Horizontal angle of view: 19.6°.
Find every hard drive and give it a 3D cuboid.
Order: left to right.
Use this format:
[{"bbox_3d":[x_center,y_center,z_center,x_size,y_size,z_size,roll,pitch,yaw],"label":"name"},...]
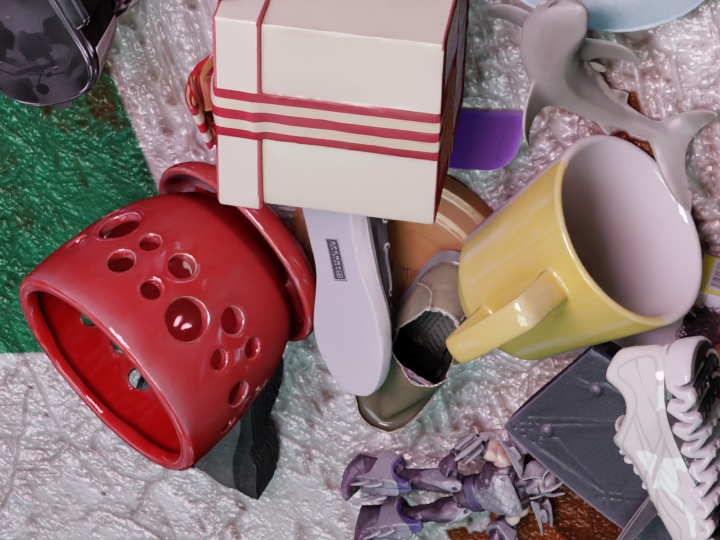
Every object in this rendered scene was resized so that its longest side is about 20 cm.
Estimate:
[{"bbox_3d":[0.226,0.143,1.636,0.200,0.042,0.135,38,132,-8],"label":"hard drive"}]

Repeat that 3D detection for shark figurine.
[{"bbox_3d":[0.154,-0.119,1.497,0.128,0.090,0.214,12,161,44],"label":"shark figurine"}]

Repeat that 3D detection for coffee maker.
[{"bbox_3d":[-0.226,-0.245,1.497,0.192,0.201,0.134,44,130,-14],"label":"coffee maker"}]

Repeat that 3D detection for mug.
[{"bbox_3d":[0.139,-0.006,1.561,0.185,0.151,0.153,5,156,-40],"label":"mug"}]

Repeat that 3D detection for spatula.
[{"bbox_3d":[0.036,-0.092,1.616,0.199,0.057,0.021,-7,143,35],"label":"spatula"}]

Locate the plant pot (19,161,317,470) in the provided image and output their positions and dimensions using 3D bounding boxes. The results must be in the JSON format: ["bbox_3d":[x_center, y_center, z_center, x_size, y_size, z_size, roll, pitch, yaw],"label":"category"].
[{"bbox_3d":[-0.142,0.031,1.666,0.200,0.182,0.201,39,155,23],"label":"plant pot"}]

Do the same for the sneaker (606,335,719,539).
[{"bbox_3d":[0.234,0.141,1.549,0.080,0.075,0.202,-1,113,28],"label":"sneaker"}]

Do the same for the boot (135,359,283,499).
[{"bbox_3d":[-0.141,0.113,1.842,0.131,0.070,0.201,18,128,16],"label":"boot"}]

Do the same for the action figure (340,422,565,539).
[{"bbox_3d":[0.085,0.196,1.809,0.198,0.069,0.131,-9,113,24],"label":"action figure"}]

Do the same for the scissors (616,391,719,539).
[{"bbox_3d":[0.237,0.158,1.604,0.073,0.014,0.200,43,124,-12],"label":"scissors"}]

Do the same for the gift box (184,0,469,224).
[{"bbox_3d":[-0.021,-0.167,1.493,0.185,0.185,0.201,6,126,7],"label":"gift box"}]

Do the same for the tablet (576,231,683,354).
[{"bbox_3d":[0.254,0.061,1.663,0.199,0.014,0.130,34,132,-6],"label":"tablet"}]

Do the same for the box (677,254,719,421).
[{"bbox_3d":[0.277,0.086,1.631,0.075,0.050,0.201,16,131,12],"label":"box"}]

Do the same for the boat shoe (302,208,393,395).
[{"bbox_3d":[0.000,0.000,1.627,0.068,0.056,0.202,11,119,37],"label":"boat shoe"}]

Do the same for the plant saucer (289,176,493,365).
[{"bbox_3d":[0.033,0.001,1.698,0.199,0.032,0.201,11,130,14],"label":"plant saucer"}]

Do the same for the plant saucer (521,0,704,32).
[{"bbox_3d":[0.167,-0.259,1.426,0.199,0.039,0.202,12,131,14],"label":"plant saucer"}]

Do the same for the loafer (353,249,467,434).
[{"bbox_3d":[0.039,0.067,1.680,0.075,0.070,0.201,27,132,1],"label":"loafer"}]
